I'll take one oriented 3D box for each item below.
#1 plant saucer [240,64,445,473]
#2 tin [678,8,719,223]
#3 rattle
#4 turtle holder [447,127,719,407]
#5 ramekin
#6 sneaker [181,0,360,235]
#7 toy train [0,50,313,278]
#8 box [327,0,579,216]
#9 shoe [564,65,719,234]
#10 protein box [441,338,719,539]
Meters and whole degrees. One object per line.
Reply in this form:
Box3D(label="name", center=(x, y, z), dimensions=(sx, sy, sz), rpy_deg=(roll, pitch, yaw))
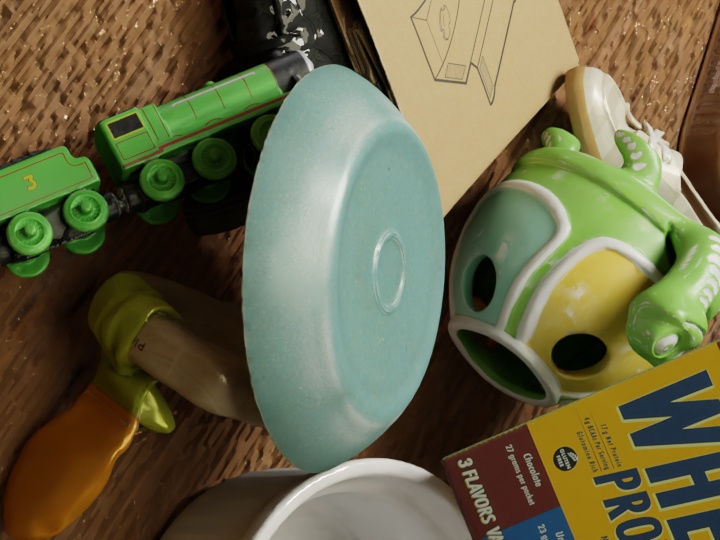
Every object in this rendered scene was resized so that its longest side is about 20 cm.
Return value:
Box3D(label="plant saucer", center=(0.000, 0.000, 1.250), dimensions=(0.200, 0.036, 0.200), rpy_deg=(2, 90, -67))
Box3D(label="tin", center=(0.263, -0.109, 1.637), dimensions=(0.112, 0.042, 0.200), rpy_deg=(30, 71, -34))
Box3D(label="rattle", center=(-0.074, 0.079, 1.311), dimensions=(0.200, 0.130, 0.143), rpy_deg=(11, 94, -68))
Box3D(label="turtle holder", center=(0.132, 0.014, 1.422), dimensions=(0.132, 0.185, 0.141), rpy_deg=(-47, 144, -17))
Box3D(label="ramekin", center=(-0.025, 0.195, 1.333), dimensions=(0.200, 0.098, 0.201), rpy_deg=(0, 89, -42))
Box3D(label="sneaker", center=(-0.047, -0.113, 1.342), dimensions=(0.200, 0.060, 0.104), rpy_deg=(-48, 121, -38))
Box3D(label="toy train", center=(-0.097, -0.056, 1.261), dimensions=(0.200, 0.042, 0.056), rpy_deg=(-24, 74, -19))
Box3D(label="box", center=(0.051, -0.143, 1.417), dimensions=(0.200, 0.021, 0.164), rpy_deg=(-47, 122, -49))
Box3D(label="shoe", center=(0.178, -0.049, 1.529), dimensions=(0.200, 0.053, 0.070), rpy_deg=(56, 22, -35))
Box3D(label="protein box", center=(0.170, 0.124, 1.358), dimensions=(0.200, 0.198, 0.135), rpy_deg=(24, 43, -79))
